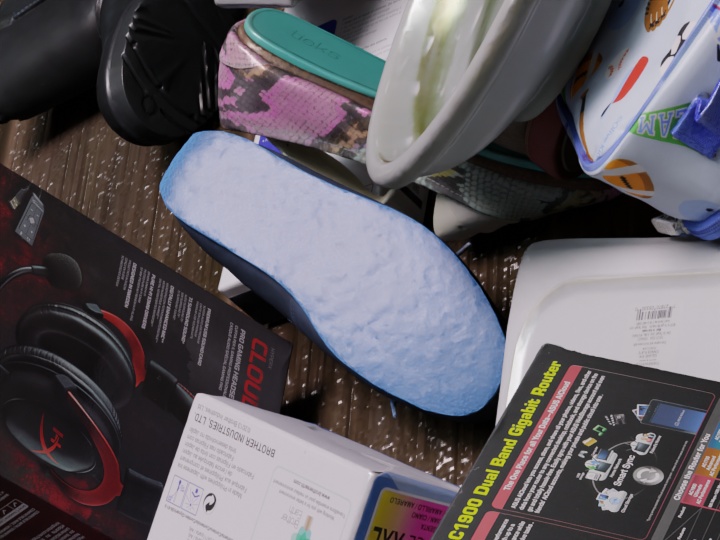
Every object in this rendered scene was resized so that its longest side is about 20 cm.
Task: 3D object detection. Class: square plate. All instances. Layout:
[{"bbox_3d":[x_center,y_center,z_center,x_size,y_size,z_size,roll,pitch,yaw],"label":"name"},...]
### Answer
[{"bbox_3d":[0.111,0.077,1.029,0.200,0.028,0.199,-4,72,48],"label":"square plate"}]

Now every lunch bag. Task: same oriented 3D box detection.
[{"bbox_3d":[0.150,-0.109,1.047,0.200,0.075,0.160,-59,13,14],"label":"lunch bag"}]

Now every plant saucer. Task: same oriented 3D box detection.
[{"bbox_3d":[0.066,-0.117,1.111,0.201,0.050,0.200,-60,13,23],"label":"plant saucer"}]

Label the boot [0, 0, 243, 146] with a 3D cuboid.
[{"bbox_3d":[-0.147,-0.122,1.531,0.162,0.073,0.199,-20,36,33],"label":"boot"}]

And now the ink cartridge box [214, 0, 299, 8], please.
[{"bbox_3d":[-0.043,-0.236,1.383,0.043,0.174,0.200,0,17,7],"label":"ink cartridge box"}]

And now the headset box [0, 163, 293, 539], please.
[{"bbox_3d":[-0.120,0.066,1.204,0.075,0.200,0.149,-32,35,41],"label":"headset box"}]

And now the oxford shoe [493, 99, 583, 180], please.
[{"bbox_3d":[0.113,-0.130,1.208,0.075,0.071,0.200,27,60,27],"label":"oxford shoe"}]

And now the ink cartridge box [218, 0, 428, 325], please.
[{"bbox_3d":[-0.006,-0.073,1.353,0.099,0.039,0.201,-20,45,36],"label":"ink cartridge box"}]

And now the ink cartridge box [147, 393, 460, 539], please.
[{"bbox_3d":[-0.037,0.164,1.090,0.136,0.076,0.201,19,89,54],"label":"ink cartridge box"}]

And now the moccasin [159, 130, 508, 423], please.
[{"bbox_3d":[0.000,0.000,1.226,0.081,0.068,0.200,-48,61,-1],"label":"moccasin"}]

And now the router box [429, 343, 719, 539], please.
[{"bbox_3d":[0.096,0.113,0.872,0.149,0.062,0.200,12,36,19],"label":"router box"}]

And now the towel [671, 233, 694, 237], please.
[{"bbox_3d":[0.199,0.008,1.024,0.200,0.048,0.112,-10,58,46],"label":"towel"}]

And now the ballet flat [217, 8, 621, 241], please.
[{"bbox_3d":[0.025,-0.055,1.244,0.199,0.071,0.069,21,31,15],"label":"ballet flat"}]
